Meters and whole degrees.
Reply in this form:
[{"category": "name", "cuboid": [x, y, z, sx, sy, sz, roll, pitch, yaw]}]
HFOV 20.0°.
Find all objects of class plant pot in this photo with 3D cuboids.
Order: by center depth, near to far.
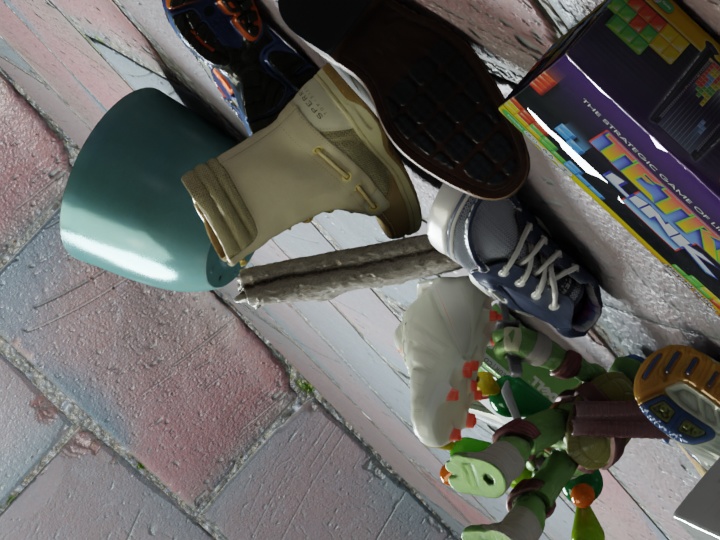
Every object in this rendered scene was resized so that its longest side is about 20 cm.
[{"category": "plant pot", "cuboid": [-0.191, -0.070, 2.152, 0.161, 0.201, 0.201, 25, 167, 19]}]

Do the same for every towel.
[{"category": "towel", "cuboid": [0.000, 0.000, 1.591, 0.133, 0.199, 0.035, 121, 138, -88]}]

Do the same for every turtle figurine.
[{"category": "turtle figurine", "cuboid": [0.118, 0.114, 1.512, 0.200, 0.194, 0.144, 35, 138, 13]}]

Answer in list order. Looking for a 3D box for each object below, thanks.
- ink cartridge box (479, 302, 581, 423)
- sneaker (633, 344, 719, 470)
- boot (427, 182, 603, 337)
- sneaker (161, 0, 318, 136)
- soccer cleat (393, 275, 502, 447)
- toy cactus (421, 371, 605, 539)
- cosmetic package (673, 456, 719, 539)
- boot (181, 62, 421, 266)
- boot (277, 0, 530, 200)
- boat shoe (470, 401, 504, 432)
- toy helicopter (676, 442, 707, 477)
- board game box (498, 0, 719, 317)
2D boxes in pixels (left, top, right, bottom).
[{"category": "ink cartridge box", "cuboid": [0.138, 0.089, 1.820, 0.104, 0.059, 0.200, 41, 172, 8]}, {"category": "sneaker", "cuboid": [0.272, 0.124, 1.361, 0.200, 0.075, 0.088, 47, -174, 22]}, {"category": "boot", "cuboid": [0.113, -0.013, 1.401, 0.090, 0.073, 0.200, 31, 177, 22]}, {"category": "sneaker", "cuboid": [-0.087, -0.164, 1.581, 0.200, 0.075, 0.078, 57, 174, -32]}, {"category": "soccer cleat", "cuboid": [0.058, 0.069, 1.567, 0.077, 0.200, 0.070, 4, 122, 14]}, {"category": "toy cactus", "cuboid": [0.150, 0.143, 1.652, 0.200, 0.165, 0.103, 45, 146, 32]}, {"category": "cosmetic package", "cuboid": [0.322, 0.183, 1.189, 0.199, 0.123, 0.200, 44, 171, -17]}, {"category": "boot", "cuboid": [-0.043, -0.054, 1.556, 0.073, 0.155, 0.200, 52, 177, 32]}, {"category": "boot", "cuboid": [0.040, -0.110, 1.244, 0.200, 0.075, 0.097, 47, -173, 22]}, {"category": "boat shoe", "cuboid": [0.134, 0.129, 2.013, 0.200, 0.072, 0.068, 29, 160, 53]}, {"category": "toy helicopter", "cuboid": [0.299, 0.189, 1.602, 0.200, 0.079, 0.132, 56, 178, -15]}, {"category": "board game box", "cuboid": [0.168, -0.041, 0.979, 0.200, 0.057, 0.165, 43, 173, -1]}]
